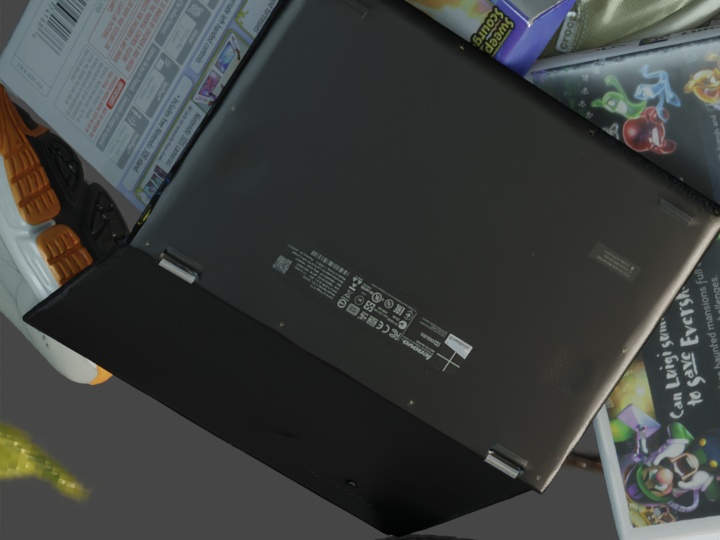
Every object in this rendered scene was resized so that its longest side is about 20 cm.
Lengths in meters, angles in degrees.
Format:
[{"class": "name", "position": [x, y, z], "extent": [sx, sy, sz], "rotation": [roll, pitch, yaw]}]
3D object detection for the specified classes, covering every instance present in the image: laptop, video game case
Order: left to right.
[{"class": "video game case", "position": [-0.035, -0.093, 1.038], "extent": [0.181, 0.045, 0.200], "rotation": [44, 129, 11]}, {"class": "laptop", "position": [0.000, 0.000, 1.023], "extent": [0.187, 0.116, 0.200], "rotation": [31, 100, -15]}, {"class": "video game case", "position": [0.168, 0.000, 1.021], "extent": [0.181, 0.023, 0.201], "rotation": [-10, 107, 14]}]

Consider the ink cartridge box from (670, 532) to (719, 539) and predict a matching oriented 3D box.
[{"class": "ink cartridge box", "position": [0.210, 0.022, 1.062], "extent": [0.197, 0.043, 0.201], "rotation": [0, 101, 12]}]

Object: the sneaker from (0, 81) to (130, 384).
[{"class": "sneaker", "position": [-0.171, -0.030, 1.117], "extent": [0.092, 0.076, 0.200], "rotation": [-35, 86, 24]}]

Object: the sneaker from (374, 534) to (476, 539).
[{"class": "sneaker", "position": [0.081, 0.165, 1.093], "extent": [0.199, 0.075, 0.077], "rotation": [18, 101, 8]}]

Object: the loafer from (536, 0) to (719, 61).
[{"class": "loafer", "position": [0.094, -0.112, 1.047], "extent": [0.200, 0.076, 0.068], "rotation": [-36, 97, 14]}]
